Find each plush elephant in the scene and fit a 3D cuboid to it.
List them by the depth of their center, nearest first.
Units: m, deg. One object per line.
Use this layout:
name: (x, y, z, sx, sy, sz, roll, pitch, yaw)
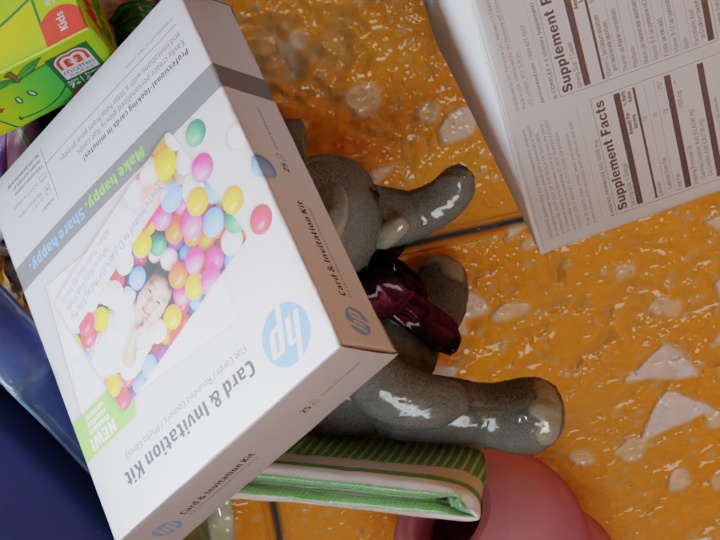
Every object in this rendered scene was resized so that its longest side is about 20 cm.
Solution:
plush elephant: (0.000, 0.000, 0.940, 0.200, 0.165, 0.155, -4, 123, -14)

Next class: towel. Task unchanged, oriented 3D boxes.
towel: (-0.008, 0.095, 0.979, 0.152, 0.200, 0.023, 4, 99, 0)

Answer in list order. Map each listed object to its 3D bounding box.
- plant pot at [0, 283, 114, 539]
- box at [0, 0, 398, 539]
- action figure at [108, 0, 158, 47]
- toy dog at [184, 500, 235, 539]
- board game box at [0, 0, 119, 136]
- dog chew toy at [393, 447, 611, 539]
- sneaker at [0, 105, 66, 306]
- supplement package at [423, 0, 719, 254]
plant pot: (-0.221, 0.099, 0.910, 0.180, 0.200, 0.200, -43, 141, -11)
box: (-0.083, -0.002, 0.798, 0.156, 0.200, 0.041, -42, 149, 29)
action figure: (-0.090, -0.047, 0.880, 0.055, 0.200, 0.118, -5, 159, -33)
toy dog: (-0.176, 0.204, 1.083, 0.200, 0.140, 0.194, -4, 163, -12)
board game box: (-0.222, -0.099, 0.849, 0.200, 0.102, 0.048, -26, 155, 5)
dog chew toy: (0.110, 0.196, 1.143, 0.125, 0.125, 0.200, -38, 133, 14)
sneaker: (-0.156, -0.036, 0.935, 0.088, 0.080, 0.200, -32, 126, 1)
supplement package: (0.092, -0.137, 0.840, 0.111, 0.200, 0.156, -19, 127, 1)
